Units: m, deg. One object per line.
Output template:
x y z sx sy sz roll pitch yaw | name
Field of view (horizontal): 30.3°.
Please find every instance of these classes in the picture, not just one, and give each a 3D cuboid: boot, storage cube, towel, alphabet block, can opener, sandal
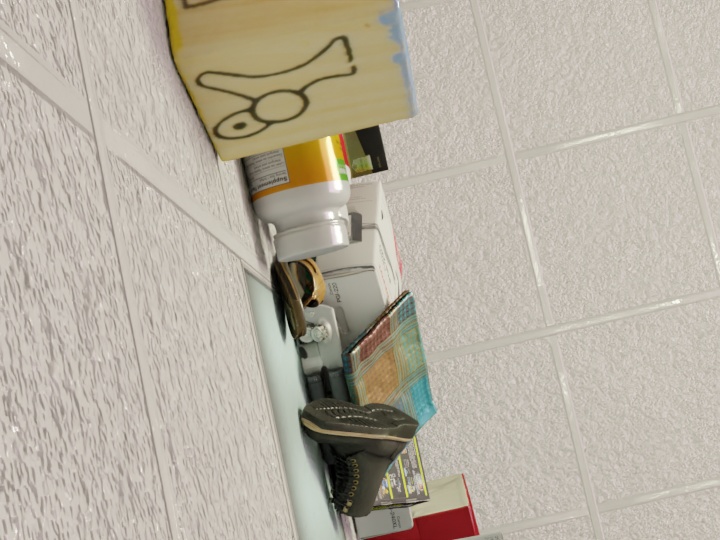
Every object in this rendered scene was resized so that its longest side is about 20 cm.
-0.016 0.228 1.546 0.199 0.077 0.139 15 102 -52 | boot
0.102 0.433 2.017 0.200 0.169 0.182 -82 157 -82 | storage cube
0.039 0.144 1.654 0.147 0.022 0.201 -44 135 -38 | towel
-0.067 -0.244 1.223 0.196 0.198 0.198 74 4 -64 | alphabet block
-0.039 0.135 1.630 0.066 0.052 0.202 -59 137 -85 | can opener
-0.067 0.018 1.566 0.200 0.054 0.083 -93 170 -77 | sandal

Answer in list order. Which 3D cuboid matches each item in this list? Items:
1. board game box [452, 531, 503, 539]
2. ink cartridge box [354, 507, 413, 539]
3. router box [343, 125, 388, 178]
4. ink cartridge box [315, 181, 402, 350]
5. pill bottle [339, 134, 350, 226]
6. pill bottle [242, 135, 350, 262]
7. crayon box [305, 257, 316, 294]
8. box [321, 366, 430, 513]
0.102 0.399 1.846 0.126 0.198 0.035 66 13 -75 | board game box
0.022 0.283 1.931 0.200 0.082 0.147 -85 162 -81 | ink cartridge box
-0.055 -0.194 1.766 0.201 0.156 0.053 73 5 -55 | router box
0.000 0.000 1.718 0.201 0.084 0.147 -83 161 -54 | ink cartridge box
-0.073 -0.143 1.587 0.112 0.111 0.202 68 9 -75 | pill bottle
-0.072 -0.117 1.466 0.111 0.110 0.202 43 35 -86 | pill bottle
-0.046 0.048 1.848 0.119 0.058 0.202 -85 162 -78 | crayon box
0.014 0.212 1.741 0.160 0.044 0.202 9 65 -56 | box
